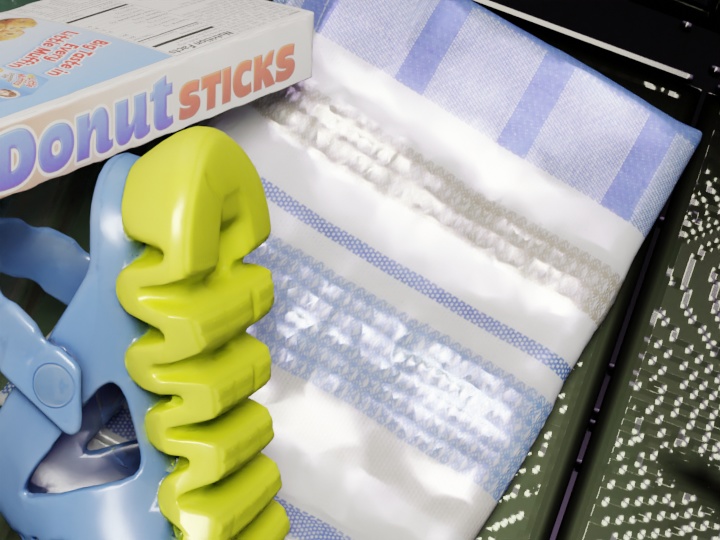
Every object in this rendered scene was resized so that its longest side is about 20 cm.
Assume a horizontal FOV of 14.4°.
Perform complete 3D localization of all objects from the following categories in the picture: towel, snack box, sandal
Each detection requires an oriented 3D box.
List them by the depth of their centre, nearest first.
[{"bbox_3d":[-0.070,0.059,0.808,0.087,0.079,0.200,1,97,19],"label":"sandal"},{"bbox_3d":[-0.099,-0.050,0.812,0.072,0.024,0.200,17,26,31],"label":"snack box"},{"bbox_3d":[0.000,0.000,0.882,0.147,0.024,0.200,31,70,5],"label":"towel"}]
